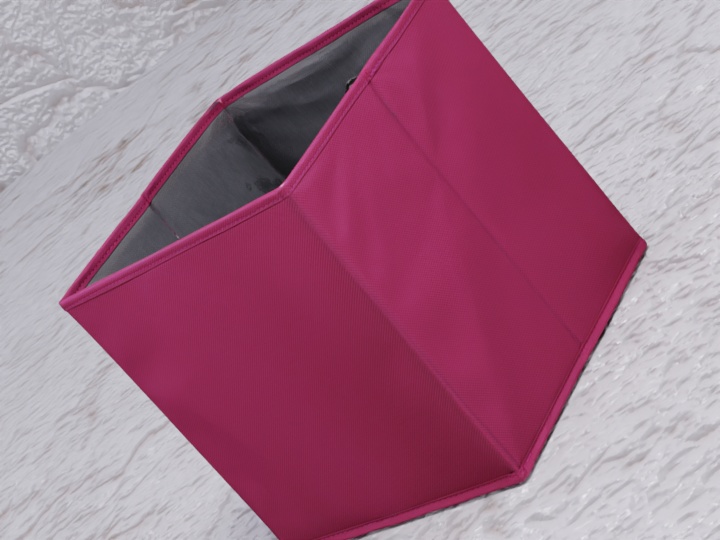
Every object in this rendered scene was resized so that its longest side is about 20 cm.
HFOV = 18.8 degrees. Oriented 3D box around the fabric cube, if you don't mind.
[{"bbox_3d":[0.000,0.000,1.177,0.196,0.200,0.200,-26,23,44],"label":"fabric cube"}]
